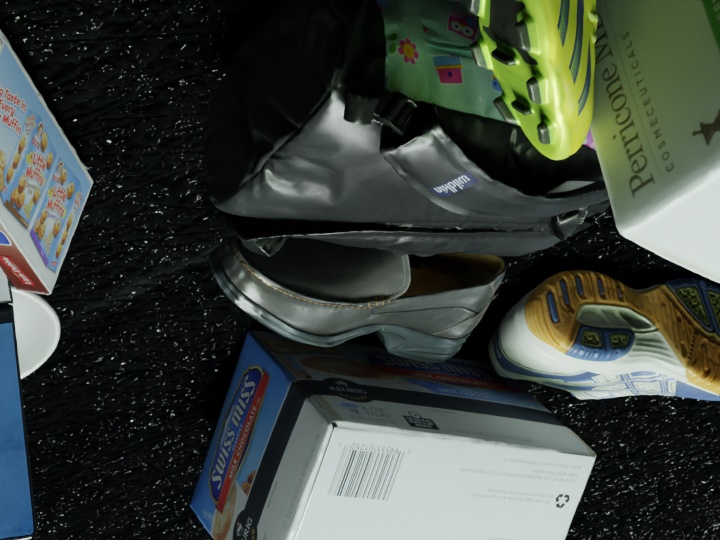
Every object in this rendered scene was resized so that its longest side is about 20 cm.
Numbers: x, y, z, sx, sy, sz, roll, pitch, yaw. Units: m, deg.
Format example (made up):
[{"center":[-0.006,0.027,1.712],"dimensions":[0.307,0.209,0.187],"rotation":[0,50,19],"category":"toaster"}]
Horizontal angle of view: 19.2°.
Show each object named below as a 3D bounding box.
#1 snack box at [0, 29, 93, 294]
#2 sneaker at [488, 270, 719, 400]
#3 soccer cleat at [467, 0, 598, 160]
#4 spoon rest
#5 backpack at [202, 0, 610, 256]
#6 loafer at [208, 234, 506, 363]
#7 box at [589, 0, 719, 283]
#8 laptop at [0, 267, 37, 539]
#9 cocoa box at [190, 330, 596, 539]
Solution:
[{"center":[-0.183,-0.068,1.051],"dimensions":[0.024,0.072,0.200],"rotation":[7,152,18],"category":"snack box"},{"center":[0.175,0.048,1.376],"dimensions":[0.200,0.075,0.088],"rotation":[14,150,-26],"category":"sneaker"},{"center":[0.087,-0.148,0.955],"dimensions":[0.084,0.065,0.201],"rotation":[-20,110,-21],"category":"soccer cleat"},{"center":[-0.263,0.060,1.229],"dimensions":[0.200,0.061,0.099],"rotation":[-26,143,20],"category":"spoon rest"},{"center":[0.039,-0.077,1.068],"dimensions":[0.200,0.127,0.167],"rotation":[7,159,-28],"category":"backpack"},{"center":[0.000,0.000,1.234],"dimensions":[0.200,0.073,0.072],"rotation":[8,134,-45],"category":"loafer"},{"center":[0.222,-0.108,1.022],"dimensions":[0.200,0.199,0.171],"rotation":[21,135,-39],"category":"box"},{"center":[-0.275,0.044,1.109],"dimensions":[0.187,0.116,0.200],"rotation":[-7,134,-7],"category":"laptop"},{"center":[0.018,0.131,1.337],"dimensions":[0.200,0.131,0.134],"rotation":[9,110,-31],"category":"cocoa box"}]
